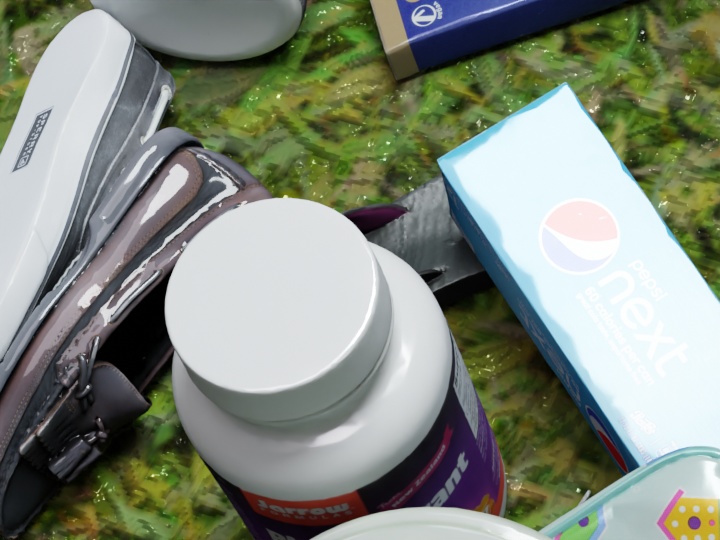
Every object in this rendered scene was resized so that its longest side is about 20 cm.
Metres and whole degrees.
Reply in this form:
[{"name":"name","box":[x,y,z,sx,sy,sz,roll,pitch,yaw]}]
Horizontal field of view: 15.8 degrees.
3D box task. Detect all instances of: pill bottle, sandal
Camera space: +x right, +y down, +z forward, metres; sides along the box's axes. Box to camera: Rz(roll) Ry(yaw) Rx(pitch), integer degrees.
[{"name":"pill bottle","box":[-0.066,-0.210,1.252,0.106,0.106,0.200,1,62,15]},{"name":"sandal","box":[0.000,-0.001,1.153,0.200,0.048,0.075,-32,59,-4]},{"name":"pill bottle","box":[-0.011,0.055,1.037,0.111,0.200,0.112,-6,61,11]}]

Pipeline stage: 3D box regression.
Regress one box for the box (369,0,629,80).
[{"name":"box","box":[0.095,-0.175,1.236,0.200,0.032,0.121,-18,59,3]}]

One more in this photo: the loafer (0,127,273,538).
[{"name":"loafer","box":[-0.108,0.033,1.140,0.063,0.072,0.200,27,82,20]}]

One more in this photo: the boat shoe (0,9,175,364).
[{"name":"boat shoe","box":[-0.136,-0.024,1.189,0.072,0.068,0.200,-18,43,43]}]

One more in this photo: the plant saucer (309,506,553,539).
[{"name":"plant saucer","box":[0.020,0.187,0.944,0.200,0.050,0.200,-1,86,21]}]

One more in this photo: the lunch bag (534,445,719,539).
[{"name":"lunch bag","box":[0.125,0.173,0.974,0.160,0.077,0.200,-35,76,15]}]

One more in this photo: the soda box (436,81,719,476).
[{"name":"soda box","box":[0.113,0.025,1.083,0.068,0.064,0.200,-31,70,-4]}]
